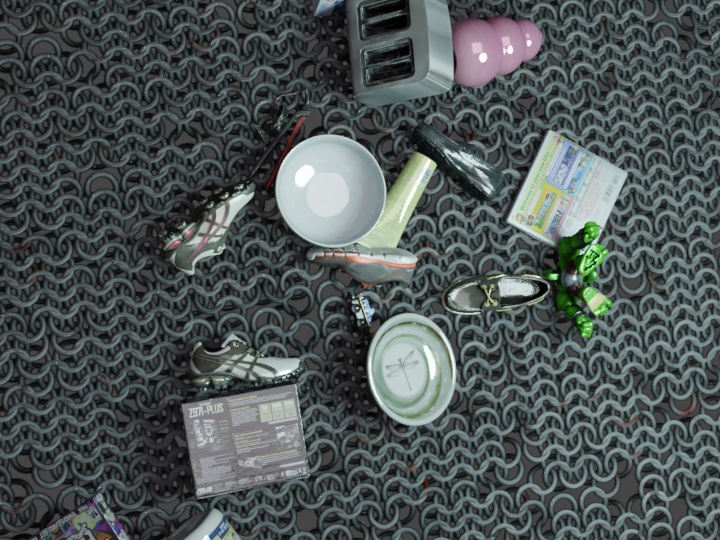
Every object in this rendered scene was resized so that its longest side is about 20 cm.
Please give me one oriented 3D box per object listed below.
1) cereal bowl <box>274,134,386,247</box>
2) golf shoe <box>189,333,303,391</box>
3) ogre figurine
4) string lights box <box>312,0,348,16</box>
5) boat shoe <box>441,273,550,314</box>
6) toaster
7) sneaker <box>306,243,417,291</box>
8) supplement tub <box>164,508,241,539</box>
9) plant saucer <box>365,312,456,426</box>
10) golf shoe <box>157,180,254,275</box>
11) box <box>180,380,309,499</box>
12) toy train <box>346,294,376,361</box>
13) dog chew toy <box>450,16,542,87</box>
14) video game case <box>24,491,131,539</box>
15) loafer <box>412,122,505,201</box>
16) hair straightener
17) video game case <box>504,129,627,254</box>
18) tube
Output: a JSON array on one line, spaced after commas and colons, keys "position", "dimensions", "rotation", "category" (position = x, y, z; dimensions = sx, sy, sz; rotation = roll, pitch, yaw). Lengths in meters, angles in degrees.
[{"position": [-0.057, -0.137, 1.567], "dimensions": [0.199, 0.083, 0.201], "rotation": [1, 86, -10], "category": "cereal bowl"}, {"position": [-0.198, 0.155, 1.529], "dimensions": [0.199, 0.078, 0.095], "rotation": [-4, 87, -12], "category": "golf shoe"}, {"position": [0.399, 0.009, 1.610], "dimensions": [0.098, 0.120, 0.200], "rotation": [-21, 103, -11], "category": "ogre figurine"}, {"position": [0.016, -0.510, 1.590], "dimensions": [0.199, 0.103, 0.059], "rotation": [-6, 89, -10], "category": "string lights box"}, {"position": [0.252, 0.040, 1.624], "dimensions": [0.201, 0.061, 0.072], "rotation": [-9, 89, -11], "category": "boat shoe"}, {"position": [0.073, -0.394, 1.546], "dimensions": [0.200, 0.119, 0.181], "rotation": [-5, 89, 28], "category": "toaster"}, {"position": [0.000, 0.000, 1.576], "dimensions": [0.199, 0.077, 0.082], "rotation": [6, 107, 1], "category": "sneaker"}, {"position": [-0.242, 0.519, 1.466], "dimensions": [0.144, 0.144, 0.200], "rotation": [-37, 94, -10], "category": "supplement tub"}, {"position": [0.082, 0.179, 1.572], "dimensions": [0.200, 0.050, 0.201], "rotation": [8, 76, -33], "category": "plant saucer"}, {"position": [-0.260, -0.080, 1.543], "dimensions": [0.200, 0.077, 0.088], "rotation": [-38, 114, -8], "category": "golf shoe"}, {"position": [-0.201, 0.290, 1.515], "dimensions": [0.199, 0.086, 0.164], "rotation": [-9, 89, -11], "category": "box"}, {"position": [0.026, 0.135, 1.591], "dimensions": [0.046, 0.034, 0.200], "rotation": [-21, 92, -24], "category": "toy train"}, {"position": [0.248, -0.415, 1.623], "dimensions": [0.200, 0.125, 0.125], "rotation": [-19, 90, -18], "category": "dog chew toy"}, {"position": [-0.466, 0.495, 1.451], "dimensions": [0.200, 0.036, 0.182], "rotation": [-32, 91, 8], "category": "video game case"}, {"position": [0.183, -0.210, 1.625], "dimensions": [0.200, 0.068, 0.070], "rotation": [37, 73, -11], "category": "loafer"}, {"position": [-0.153, -0.249, 1.576], "dimensions": [0.077, 0.041, 0.200], "rotation": [28, 83, -8], "category": "hair straightener"}, {"position": [0.396, -0.141, 1.681], "dimensions": [0.182, 0.022, 0.200], "rotation": [27, 84, -8], "category": "video game case"}, {"position": [0.069, -0.122, 1.611], "dimensions": [0.058, 0.052, 0.200], "rotation": [28, 88, 35], "category": "tube"}]
